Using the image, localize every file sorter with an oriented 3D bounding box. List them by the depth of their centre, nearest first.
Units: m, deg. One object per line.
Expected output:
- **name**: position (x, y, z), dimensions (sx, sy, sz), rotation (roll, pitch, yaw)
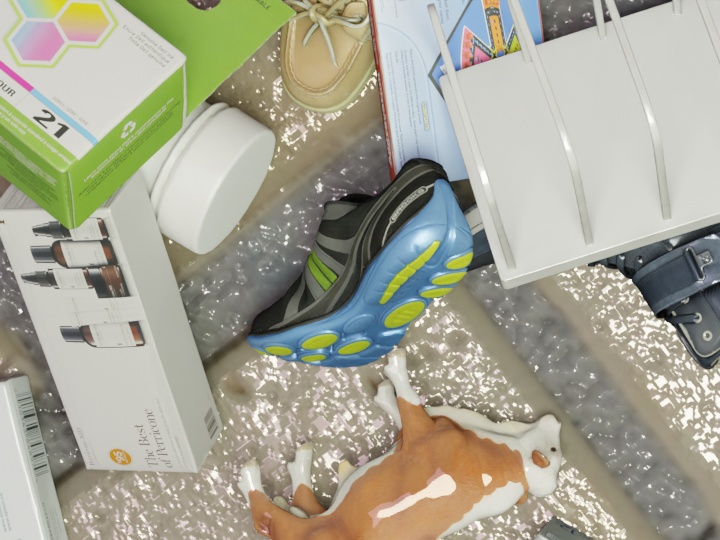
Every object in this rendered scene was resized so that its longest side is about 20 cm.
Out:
- **file sorter**: position (0.148, -0.102, 1.118), dimensions (0.200, 0.125, 0.139), rotation (-18, 65, 5)

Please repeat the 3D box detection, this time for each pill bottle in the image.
- **pill bottle**: position (-0.160, -0.097, 1.253), dimensions (0.200, 0.114, 0.114), rotation (31, 99, 10)

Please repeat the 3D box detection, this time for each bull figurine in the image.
- **bull figurine**: position (0.025, 0.127, 1.238), dimensions (0.200, 0.065, 0.121), rotation (-35, 69, -1)

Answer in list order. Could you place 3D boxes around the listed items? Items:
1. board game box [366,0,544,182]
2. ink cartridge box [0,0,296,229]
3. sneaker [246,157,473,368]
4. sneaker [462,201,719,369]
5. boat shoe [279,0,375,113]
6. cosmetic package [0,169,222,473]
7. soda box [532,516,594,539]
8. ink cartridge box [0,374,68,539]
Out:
- **board game box**: position (0.057, -0.155, 1.211), dimensions (0.103, 0.019, 0.200), rotation (-9, 102, -7)
- **ink cartridge box**: position (-0.154, -0.146, 1.171), dimensions (0.148, 0.076, 0.200), rotation (38, 68, 13)
- **sneaker**: position (0.000, 0.000, 1.221), dimensions (0.200, 0.071, 0.083), rotation (-41, 45, 45)
- **sneaker**: position (0.150, 0.002, 1.202), dimensions (0.202, 0.077, 0.146), rotation (-22, 85, 13)
- **boat shoe**: position (-0.009, -0.195, 1.237), dimensions (0.073, 0.063, 0.200), rotation (16, 97, 12)
- **cosmetic package**: position (-0.153, 0.034, 1.237), dimensions (0.082, 0.051, 0.200), rotation (0, 126, 23)
- **soda box**: position (0.181, 0.230, 1.213), dimensions (0.200, 0.063, 0.068), rotation (30, 100, 10)
- **ink cartridge box**: position (-0.291, 0.187, 1.336), dimensions (0.200, 0.041, 0.200), rotation (-14, 90, 14)
